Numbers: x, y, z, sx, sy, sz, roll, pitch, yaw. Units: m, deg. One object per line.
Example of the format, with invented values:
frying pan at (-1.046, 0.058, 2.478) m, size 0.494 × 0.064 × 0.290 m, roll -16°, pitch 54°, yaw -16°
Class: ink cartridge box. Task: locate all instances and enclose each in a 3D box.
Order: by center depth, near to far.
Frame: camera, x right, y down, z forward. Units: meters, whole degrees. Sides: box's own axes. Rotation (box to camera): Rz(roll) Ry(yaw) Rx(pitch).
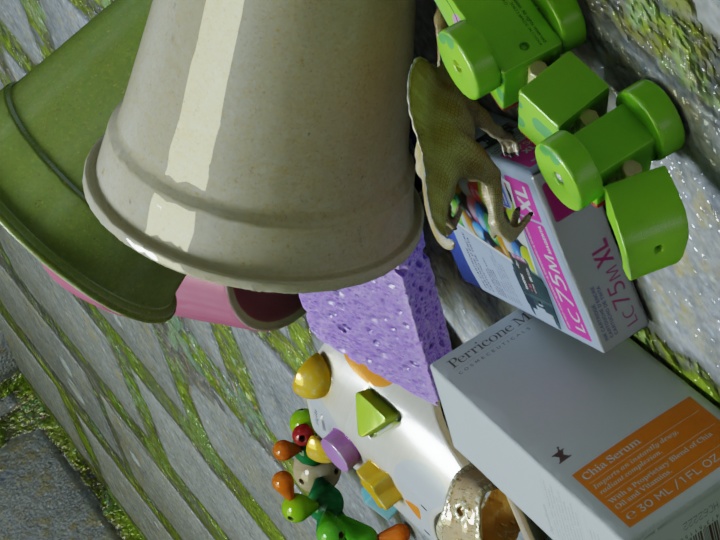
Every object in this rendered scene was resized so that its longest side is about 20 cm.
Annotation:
ink cartridge box at (0.084, -0.034, 1.320) m, size 0.200 × 0.042 × 0.120 m, roll 34°, pitch 151°, yaw 62°

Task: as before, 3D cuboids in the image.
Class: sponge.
sponge at (0.000, 0.000, 1.447) m, size 0.111 × 0.030 × 0.201 m, roll 29°, pitch 154°, yaw 29°

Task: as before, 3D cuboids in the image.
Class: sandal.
sandal at (0.081, 0.157, 1.522) m, size 0.078 × 0.069 × 0.213 m, roll 49°, pitch -164°, yaw -47°

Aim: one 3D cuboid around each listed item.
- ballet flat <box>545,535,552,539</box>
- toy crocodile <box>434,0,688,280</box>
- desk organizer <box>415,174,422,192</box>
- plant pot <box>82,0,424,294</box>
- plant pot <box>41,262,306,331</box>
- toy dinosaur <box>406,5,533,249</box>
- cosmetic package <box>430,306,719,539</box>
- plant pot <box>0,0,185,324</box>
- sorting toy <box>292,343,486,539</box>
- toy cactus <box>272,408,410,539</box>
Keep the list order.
ballet flat at (0.190, 0.196, 1.409) m, size 0.064 × 0.076 × 0.200 m, roll 30°, pitch -171°, yaw -37°
toy crocodile at (0.096, -0.084, 1.120) m, size 0.200 × 0.067 × 0.062 m, roll 52°, pitch 164°, yaw 23°
desk organizer at (0.000, -0.038, 1.520) m, size 0.077 × 0.072 × 0.201 m, roll 41°, pitch 160°, yaw 33°
plant pot at (-0.047, -0.119, 1.266) m, size 0.200 × 0.199 × 0.185 m, roll 44°, pitch 134°, yaw 42°
plant pot at (-0.117, -0.044, 1.690) m, size 0.178 × 0.200 × 0.201 m, roll 25°, pitch 147°, yaw 38°
toy dinosaur at (0.045, -0.058, 1.167) m, size 0.101 × 0.058 × 0.201 m, roll 57°, pitch -151°, yaw -42°
cosmetic package at (0.137, 0.100, 1.289) m, size 0.200 × 0.101 × 0.072 m, roll 40°, pitch 157°, yaw 48°
plant pot at (-0.139, -0.102, 1.507) m, size 0.200 × 0.190 × 0.200 m, roll 41°, pitch -167°, yaw -11°
sorting toy at (0.043, 0.141, 1.654) m, size 0.180 × 0.106 × 0.201 m, roll 51°, pitch 164°, yaw 31°
toy cactus at (-0.028, 0.195, 2.084) m, size 0.165 × 0.102 × 0.201 m, roll -109°, pitch -7°, yaw -63°
